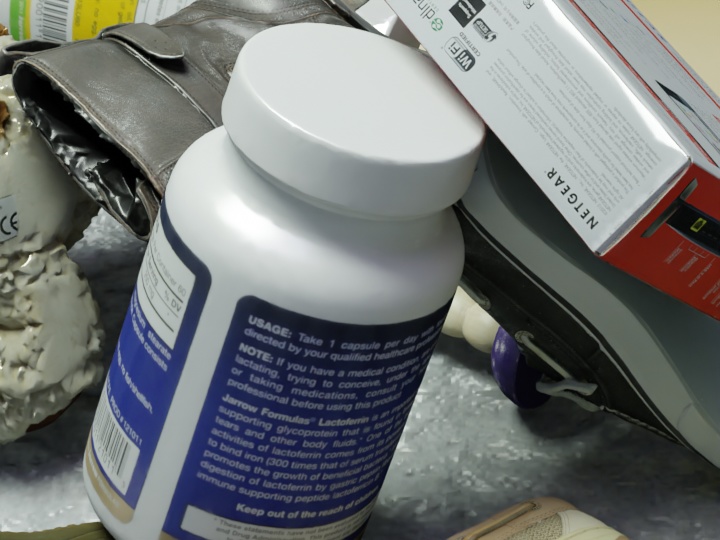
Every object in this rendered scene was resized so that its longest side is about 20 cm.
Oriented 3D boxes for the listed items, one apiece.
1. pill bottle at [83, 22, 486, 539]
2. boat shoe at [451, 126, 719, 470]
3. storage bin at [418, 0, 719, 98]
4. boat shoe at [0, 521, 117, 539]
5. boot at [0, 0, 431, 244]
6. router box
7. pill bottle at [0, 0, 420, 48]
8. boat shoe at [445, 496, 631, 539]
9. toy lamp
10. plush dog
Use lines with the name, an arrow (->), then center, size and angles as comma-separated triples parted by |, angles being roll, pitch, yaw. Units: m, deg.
pill bottle -> -0.027, 0.015, 1.077 | 0.116, 0.200, 0.116 | 14, 32, -9
boat shoe -> 0.091, 0.020, 1.140 | 0.068, 0.199, 0.074 | -28, 34, 40
storage bin -> 0.147, -0.108, 1.308 | 0.198, 0.094, 0.200 | 6, 43, 16
boat shoe -> -0.112, 0.140, 1.100 | 0.200, 0.066, 0.072 | 4, 33, -16
boot -> -0.034, -0.047, 1.178 | 0.200, 0.069, 0.174 | 39, 43, 14
router box -> 0.091, -0.066, 1.092 | 0.049, 0.179, 0.200 | -46, 57, 13
pill bottle -> -0.061, -0.115, 1.336 | 0.200, 0.111, 0.111 | 16, 48, 25
boat shoe -> 0.015, 0.146, 1.075 | 0.200, 0.071, 0.065 | -22, 37, -26
toy lamp -> 0.000, 0.000, 1.243 | 0.200, 0.058, 0.058 | 26, 52, 31
plush dog -> -0.182, -0.043, 1.239 | 0.172, 0.160, 0.200 | 3, 60, 46
